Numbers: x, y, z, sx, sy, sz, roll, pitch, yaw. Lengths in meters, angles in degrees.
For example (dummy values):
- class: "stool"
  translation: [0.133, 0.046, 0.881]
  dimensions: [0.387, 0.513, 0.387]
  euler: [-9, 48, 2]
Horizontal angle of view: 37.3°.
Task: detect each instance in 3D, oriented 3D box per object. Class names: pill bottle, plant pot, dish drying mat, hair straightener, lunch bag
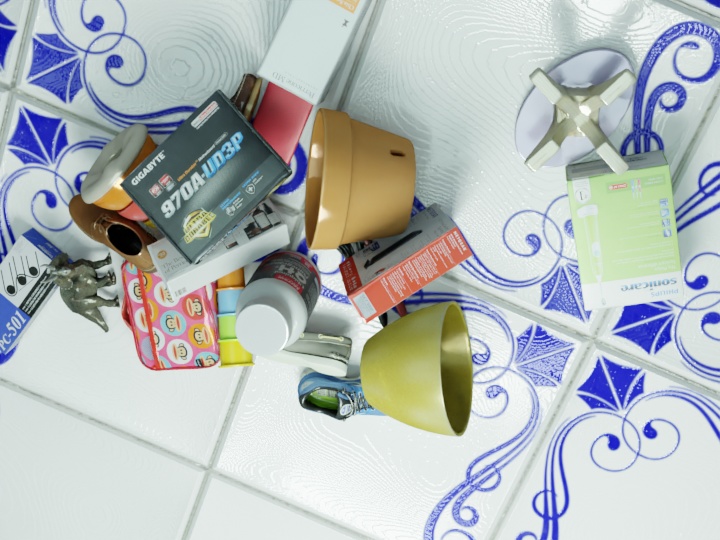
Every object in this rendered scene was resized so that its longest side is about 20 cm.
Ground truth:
- class: "pill bottle"
  translation: [-0.127, 0.052, 1.612]
  dimensions: [0.109, 0.200, 0.112]
  euler: [3, 111, 7]
- class: "plant pot"
  translation: [0.081, 0.151, 1.623]
  dimensions: [0.140, 0.200, 0.203]
  euler: [-4, 110, 20]
- class: "plant pot"
  translation: [-0.001, -0.125, 1.539]
  dimensions: [0.138, 0.201, 0.203]
  euler: [5, 112, -9]
- class: "dish drying mat"
  translation: [-0.113, -0.242, 1.599]
  dimensions: [0.076, 0.018, 0.202]
  euler: [25, 113, -1]
- class: "hair straightener"
  translation: [0.000, 0.000, 1.656]
  dimensions: [0.076, 0.041, 0.202]
  euler: [-23, 105, 17]
- class: "lunch bag"
  translation: [-0.305, 0.058, 1.714]
  dimensions: [0.173, 0.082, 0.203]
  euler: [-4, 107, 15]

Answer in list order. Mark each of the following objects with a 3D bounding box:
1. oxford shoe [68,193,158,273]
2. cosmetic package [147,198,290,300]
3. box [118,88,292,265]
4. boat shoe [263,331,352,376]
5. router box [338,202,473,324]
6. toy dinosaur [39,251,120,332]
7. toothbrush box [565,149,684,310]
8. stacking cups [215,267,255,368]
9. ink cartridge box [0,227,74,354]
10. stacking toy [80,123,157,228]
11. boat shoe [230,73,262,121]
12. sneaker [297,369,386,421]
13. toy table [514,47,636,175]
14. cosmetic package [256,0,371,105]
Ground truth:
- class: "oxford shoe"
  translation: [-0.388, -0.071, 1.654]
  dimensions: [0.199, 0.071, 0.072]
  euler: [31, 85, 24]
- class: "cosmetic package"
  translation: [-0.213, -0.040, 1.604]
  dimensions: [0.198, 0.083, 0.051]
  euler: [-27, 145, -14]
- class: "box"
  translation: [-0.219, -0.133, 1.531]
  dimensions: [0.200, 0.046, 0.159]
  euler: [-42, 91, 2]
- class: "boat shoe"
  translation: [-0.108, 0.117, 1.708]
  dimensions: [0.199, 0.072, 0.061]
  euler: [12, 72, 18]
- class: "router box"
  translation: [0.060, -0.015, 1.535]
  dimensions: [0.178, 0.200, 0.049]
  euler: [-33, 103, 2]
- class: "toy dinosaur"
  translation: [-0.446, 0.027, 1.721]
  dimensions: [0.101, 0.078, 0.201]
  euler: [-8, 146, -7]
- class: "toothbrush box"
  translation: [0.381, -0.058, 1.544]
  dimensions: [0.143, 0.086, 0.203]
  euler: [-9, 108, 13]
- class: "stacking cups"
  translation: [-0.201, 0.050, 1.674]
  dimensions: [0.060, 0.060, 0.203]
  euler: [-7, 83, 12]
- class: "ink cartridge box"
  translation: [-0.566, 0.036, 1.766]
  dimensions: [0.094, 0.044, 0.200]
  euler: [39, 112, -4]
- class: "stacking toy"
  translation: [-0.316, -0.113, 1.644]
  dimensions: [0.146, 0.147, 0.200]
  euler: [-38, 119, 20]
- class: "boat shoe"
  translation: [-0.206, -0.206, 1.599]
  dimensions: [0.069, 0.071, 0.202]
  euler: [23, 113, -4]
- class: "sneaker"
  translation: [-0.007, 0.211, 1.710]
  dimensions: [0.197, 0.089, 0.080]
  euler: [1, 111, 7]
- class: "toy table"
  translation: [0.300, -0.214, 1.484]
  dimensions: [0.183, 0.117, 0.201]
  euler: [34, 111, -4]
- class: "cosmetic package"
  translation: [-0.057, -0.348, 1.508]
  dimensions: [0.100, 0.071, 0.202]
  euler: [27, 105, 0]
